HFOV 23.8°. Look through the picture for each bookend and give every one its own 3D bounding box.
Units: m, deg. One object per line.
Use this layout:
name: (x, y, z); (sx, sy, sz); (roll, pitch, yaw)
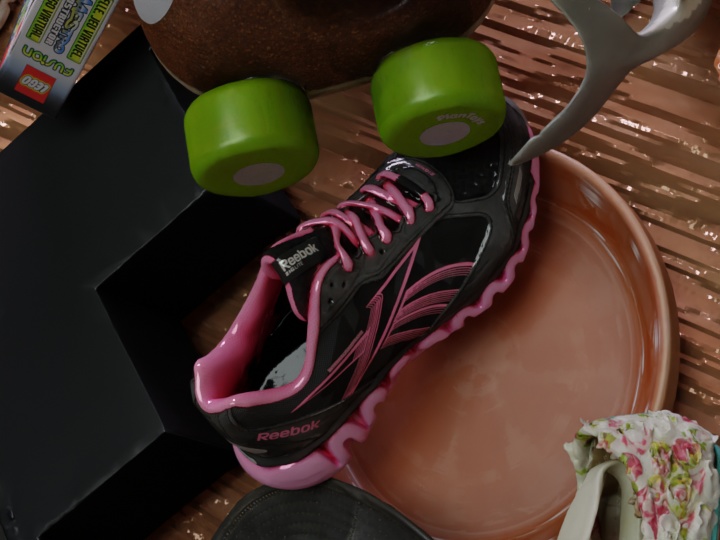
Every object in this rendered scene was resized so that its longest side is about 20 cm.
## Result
bookend: (-0.103, 0.018, 0.831); (0.200, 0.092, 0.200); (-40, 61, 14)

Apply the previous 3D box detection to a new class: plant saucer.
plant saucer: (0.049, 0.041, 0.768); (0.198, 0.032, 0.203); (-9, 72, 28)

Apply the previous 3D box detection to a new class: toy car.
toy car: (-0.025, -0.148, 0.653); (0.156, 0.200, 0.166); (-12, 71, 3)

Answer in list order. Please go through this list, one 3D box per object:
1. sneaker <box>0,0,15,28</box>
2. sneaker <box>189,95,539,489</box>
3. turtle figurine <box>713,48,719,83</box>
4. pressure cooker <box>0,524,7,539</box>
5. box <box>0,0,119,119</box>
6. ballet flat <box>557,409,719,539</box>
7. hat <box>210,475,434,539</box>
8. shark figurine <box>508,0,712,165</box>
sneaker: (-0.250, -0.152, 0.973); (0.076, 0.085, 0.203); (6, 79, 31)
sneaker: (0.000, 0.000, 0.731); (0.079, 0.095, 0.201); (34, 87, 36)
turtle figurine: (0.253, -0.079, 0.660); (0.199, 0.064, 0.162); (35, 89, 29)
pressure cooker: (-0.260, 0.162, 0.804); (0.176, 0.199, 0.180); (45, 114, 35)
box: (-0.131, -0.174, 0.856); (0.110, 0.034, 0.201); (-55, 19, 30)
ballet flat: (0.098, 0.147, 0.644); (0.076, 0.063, 0.202); (136, 144, -57)
hat: (-0.039, 0.180, 0.728); (0.199, 0.080, 0.203); (-9, 77, 42)
shark figurine: (0.119, -0.129, 0.742); (0.090, 0.127, 0.216); (118, 160, -49)
